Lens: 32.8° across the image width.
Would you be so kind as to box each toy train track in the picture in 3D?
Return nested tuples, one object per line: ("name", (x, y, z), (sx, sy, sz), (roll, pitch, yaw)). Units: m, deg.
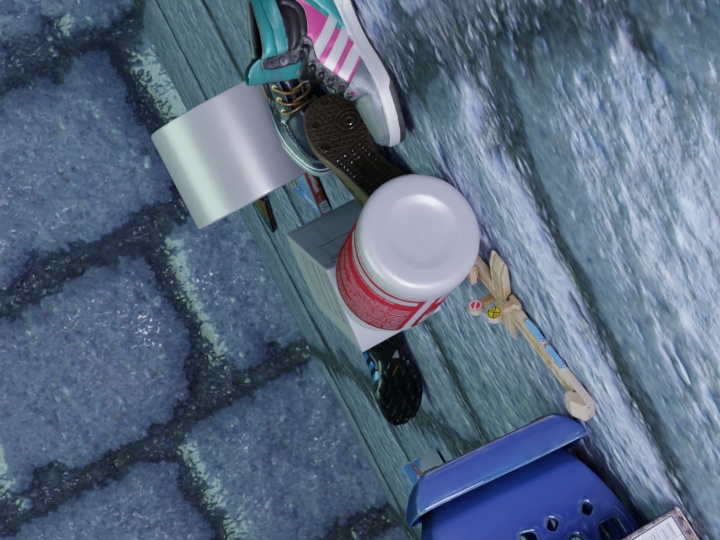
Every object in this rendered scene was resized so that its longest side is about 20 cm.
("toy train track", (0.140, 0.058, 1.094), (0.201, 0.032, 0.115), (54, 169, 37))

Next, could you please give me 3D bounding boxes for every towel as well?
("towel", (-0.237, -0.189, 2.601), (0.201, 0.022, 0.147), (56, 171, 24))

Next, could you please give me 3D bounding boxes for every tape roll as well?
("tape roll", (-0.159, -0.161, 1.618), (0.141, 0.201, 0.203), (63, 171, -6))

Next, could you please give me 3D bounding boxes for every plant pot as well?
("plant pot", (0.146, 0.251, 1.139), (0.200, 0.198, 0.182), (93, 154, -75))

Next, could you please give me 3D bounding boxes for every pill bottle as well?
("pill bottle", (0.036, -0.007, 1.161), (0.113, 0.111, 0.200), (60, 163, 9))

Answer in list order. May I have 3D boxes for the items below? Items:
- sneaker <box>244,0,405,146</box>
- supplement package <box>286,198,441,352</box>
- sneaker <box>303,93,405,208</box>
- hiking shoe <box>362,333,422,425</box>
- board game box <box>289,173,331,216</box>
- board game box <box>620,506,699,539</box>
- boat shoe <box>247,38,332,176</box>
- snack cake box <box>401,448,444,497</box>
("sneaker", (-0.046, -0.188, 1.136), (0.202, 0.120, 0.084), (63, 171, -6))
("supplement package", (0.000, 0.000, 1.468), (0.111, 0.113, 0.200), (66, 171, -19))
("sneaker", (0.000, -0.103, 1.295), (0.201, 0.070, 0.076), (56, 171, 36))
("hiking shoe", (0.042, 0.132, 1.816), (0.087, 0.073, 0.203), (-119, 15, -64))
("board game box", (-0.099, -0.156, 1.882), (0.104, 0.019, 0.200), (68, 170, -26))
("board game box", (0.228, 0.317, 0.955), (0.202, 0.158, 0.097), (59, 172, 17))
("boat shoe", (-0.081, -0.208, 1.438), (0.202, 0.070, 0.091), (63, 176, 7))
("snack cake box", (0.132, 0.394, 2.067), (0.116, 0.067, 0.201), (58, 171, 27))
